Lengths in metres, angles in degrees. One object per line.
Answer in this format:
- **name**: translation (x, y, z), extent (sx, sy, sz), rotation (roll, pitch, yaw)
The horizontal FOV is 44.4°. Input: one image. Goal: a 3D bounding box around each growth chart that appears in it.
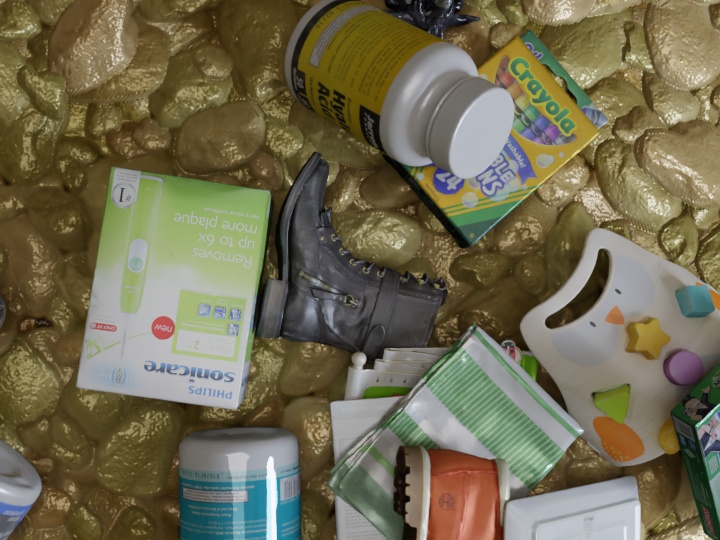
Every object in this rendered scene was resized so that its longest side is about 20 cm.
- **growth chart**: translation (0.075, 0.133, 0.844), extent (0.200, 0.018, 0.145), rotation (-4, 106, -7)

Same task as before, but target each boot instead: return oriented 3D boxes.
- **boot**: translation (0.083, 0.255, 0.766), extent (0.107, 0.075, 0.200), rotation (3, 91, -10)
- **boot**: translation (0.000, 0.000, 0.847), extent (0.174, 0.069, 0.200), rotation (13, 91, -8)

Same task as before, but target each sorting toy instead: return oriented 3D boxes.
- **sorting toy**: translation (0.248, 0.060, 0.823), extent (0.180, 0.107, 0.200), rotation (39, 86, -6)

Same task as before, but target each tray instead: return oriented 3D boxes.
- **tray**: translation (0.201, 0.252, 0.803), extent (0.200, 0.022, 0.108), rotation (2, 87, -41)

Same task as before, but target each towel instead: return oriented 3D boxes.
- **towel**: translation (0.088, 0.169, 0.807), extent (0.153, 0.023, 0.200), rotation (44, 87, -4)

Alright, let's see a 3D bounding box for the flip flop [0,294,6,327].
- **flip flop**: translation (-0.405, 0.084, 0.821), extent (0.081, 0.058, 0.200), rotation (39, 101, -6)

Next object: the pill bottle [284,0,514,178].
- **pill bottle**: translation (0.034, -0.160, 0.782), extent (0.200, 0.111, 0.111), rotation (35, 85, 34)

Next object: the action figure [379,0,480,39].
- **action figure**: translation (0.067, -0.304, 0.840), extent (0.119, 0.102, 0.200), rotation (-4, 86, -15)

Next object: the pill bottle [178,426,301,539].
- **pill bottle**: translation (-0.108, 0.248, 0.799), extent (0.111, 0.111, 0.200), rotation (-1, 87, -3)

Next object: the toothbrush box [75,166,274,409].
- **toothbrush box**: translation (-0.167, 0.017, 0.819), extent (0.145, 0.086, 0.200), rotation (9, 88, -3)

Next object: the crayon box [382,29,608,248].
- **crayon box**: translation (0.137, -0.134, 0.860), extent (0.200, 0.052, 0.126), rotation (-41, 90, -5)

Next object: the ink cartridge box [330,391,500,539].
- **ink cartridge box**: translation (0.056, 0.217, 0.839), extent (0.162, 0.057, 0.200), rotation (-4, 86, -4)

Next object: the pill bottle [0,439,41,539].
- **pill bottle**: translation (-0.388, 0.245, 0.782), extent (0.114, 0.114, 0.200), rotation (36, 86, -1)

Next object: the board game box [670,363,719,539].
- **board game box**: translation (0.353, 0.151, 0.803), extent (0.135, 0.029, 0.200), rotation (-39, 129, -14)
